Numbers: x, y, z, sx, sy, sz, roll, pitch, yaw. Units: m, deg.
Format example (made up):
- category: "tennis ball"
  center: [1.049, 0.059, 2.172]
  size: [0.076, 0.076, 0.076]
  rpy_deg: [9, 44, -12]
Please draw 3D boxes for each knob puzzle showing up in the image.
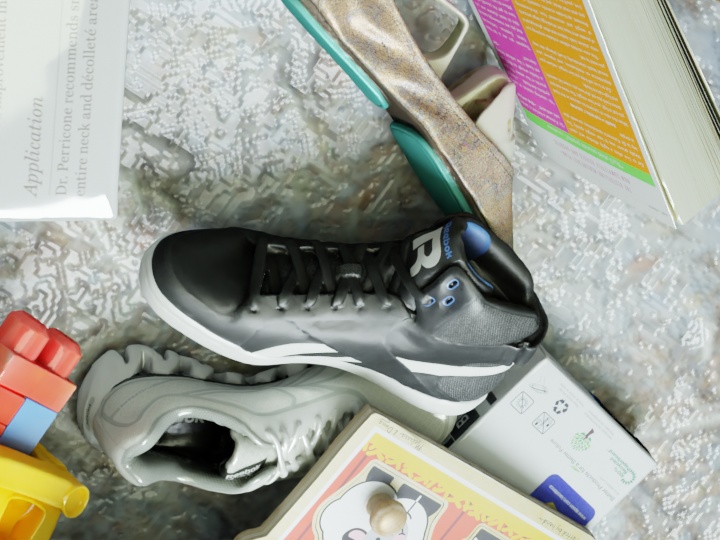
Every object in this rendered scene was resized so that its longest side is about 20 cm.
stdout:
- category: "knob puzzle"
  center: [0.008, 0.186, 1.402]
  size: [0.218, 0.030, 0.221]
  rpy_deg: [-12, 123, -19]

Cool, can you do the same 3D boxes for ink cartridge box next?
- category: "ink cartridge box"
  center: [0.055, 0.138, 1.449]
  size: [0.200, 0.039, 0.099]
  rpy_deg: [-45, 116, 3]

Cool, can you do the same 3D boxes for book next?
- category: "book"
  center: [0.093, -0.126, 1.290]
  size: [0.048, 0.133, 0.201]
  rpy_deg: [-39, 124, -17]

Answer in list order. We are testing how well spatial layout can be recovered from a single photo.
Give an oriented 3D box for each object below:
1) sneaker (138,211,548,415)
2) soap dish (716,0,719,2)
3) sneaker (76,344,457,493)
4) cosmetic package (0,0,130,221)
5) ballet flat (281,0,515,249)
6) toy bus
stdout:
- category: "sneaker"
  center: [0.000, 0.000, 1.333]
  size: [0.199, 0.073, 0.112]
  rpy_deg: [17, 141, -23]
- category: "soap dish"
  center: [0.184, -0.211, 1.320]
  size: [0.199, 0.081, 0.158]
  rpy_deg: [20, 105, -20]
- category: "sneaker"
  center: [-0.042, 0.083, 1.378]
  size: [0.199, 0.081, 0.076]
  rpy_deg: [-2, 110, -16]
- category: "cosmetic package"
  center: [-0.212, -0.125, 1.198]
  size: [0.199, 0.166, 0.168]
  rpy_deg: [1, 111, -16]
- category: "ballet flat"
  center: [0.036, -0.091, 1.338]
  size: [0.067, 0.068, 0.200]
  rpy_deg: [-41, 118, -5]
- category: "toy bus"
  center: [-0.223, 0.092, 1.275]
  size: [0.193, 0.136, 0.200]
  rpy_deg: [-56, 144, 5]
